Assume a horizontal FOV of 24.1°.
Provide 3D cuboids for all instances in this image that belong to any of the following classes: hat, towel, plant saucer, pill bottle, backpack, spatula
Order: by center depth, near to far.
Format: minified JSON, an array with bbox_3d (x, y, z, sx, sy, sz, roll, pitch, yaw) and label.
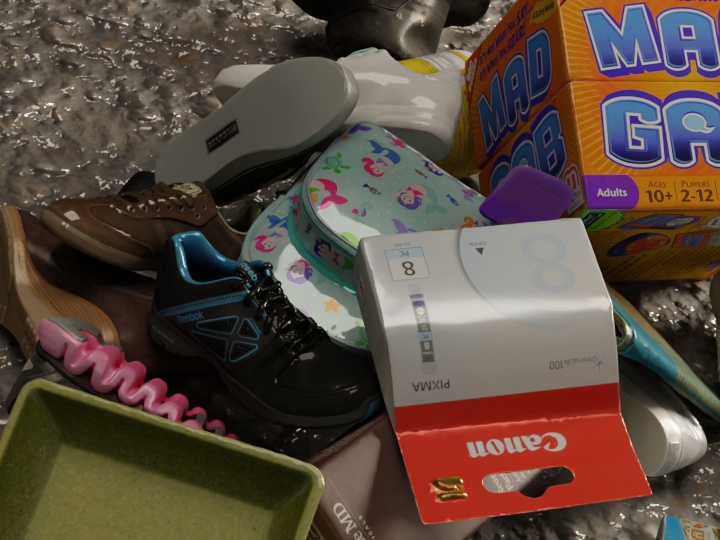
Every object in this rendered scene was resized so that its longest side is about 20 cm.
[{"bbox_3d":[-0.143,0.189,1.018,0.199,0.048,0.200,17,72,9],"label":"plant saucer"},{"bbox_3d":[0.084,0.003,1.191,0.056,0.021,0.200,24,68,27],"label":"spatula"},{"bbox_3d":[0.202,0.046,1.253,0.200,0.022,0.147,35,13,-47],"label":"towel"},{"bbox_3d":[0.000,0.000,1.264,0.177,0.151,0.200,36,51,9],"label":"backpack"},{"bbox_3d":[0.055,-0.129,1.466,0.200,0.113,0.112,-16,44,-29],"label":"pill bottle"},{"bbox_3d":[0.028,-0.230,1.600,0.200,0.201,0.081,3,78,-8],"label":"hat"}]

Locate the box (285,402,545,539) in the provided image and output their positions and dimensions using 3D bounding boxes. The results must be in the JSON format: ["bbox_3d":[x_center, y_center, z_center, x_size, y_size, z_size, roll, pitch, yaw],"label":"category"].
[{"bbox_3d":[0.032,0.140,1.121,0.200,0.075,0.100,-35,92,-40],"label":"box"}]

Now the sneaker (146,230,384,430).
[{"bbox_3d":[-0.069,0.042,1.152,0.200,0.082,0.073,26,34,28],"label":"sneaker"}]

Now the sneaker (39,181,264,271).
[{"bbox_3d":[-0.153,-0.039,1.270,0.070,0.076,0.200,29,8,39],"label":"sneaker"}]

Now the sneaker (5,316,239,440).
[{"bbox_3d":[-0.156,0.120,1.149,0.200,0.095,0.079,37,2,6],"label":"sneaker"}]

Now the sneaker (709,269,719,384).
[{"bbox_3d":[0.310,0.061,1.304,0.080,0.077,0.200,2,37,-19],"label":"sneaker"}]

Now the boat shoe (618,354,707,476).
[{"bbox_3d":[0.182,0.080,1.271,0.068,0.072,0.200,3,26,-44],"label":"boat shoe"}]

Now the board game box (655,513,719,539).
[{"bbox_3d":[0.279,0.250,1.075,0.200,0.064,0.148,13,38,6],"label":"board game box"}]

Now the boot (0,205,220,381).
[{"bbox_3d":[-0.189,0.022,1.281,0.166,0.072,0.200,4,32,-30],"label":"boot"}]

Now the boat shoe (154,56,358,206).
[{"bbox_3d":[-0.071,-0.105,1.306,0.064,0.200,0.071,16,59,-48],"label":"boat shoe"}]

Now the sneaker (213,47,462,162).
[{"bbox_3d":[-0.015,-0.145,1.353,0.200,0.075,0.089,12,64,9],"label":"sneaker"}]

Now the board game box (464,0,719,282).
[{"bbox_3d":[0.219,-0.112,1.344,0.199,0.200,0.200,-1,74,-17],"label":"board game box"}]

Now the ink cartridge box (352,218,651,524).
[{"bbox_3d":[0.093,0.060,1.099,0.160,0.047,0.200,-5,53,-15],"label":"ink cartridge box"}]

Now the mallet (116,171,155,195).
[{"bbox_3d":[-0.106,-0.033,1.378,0.200,0.041,0.066,13,35,-3],"label":"mallet"}]
